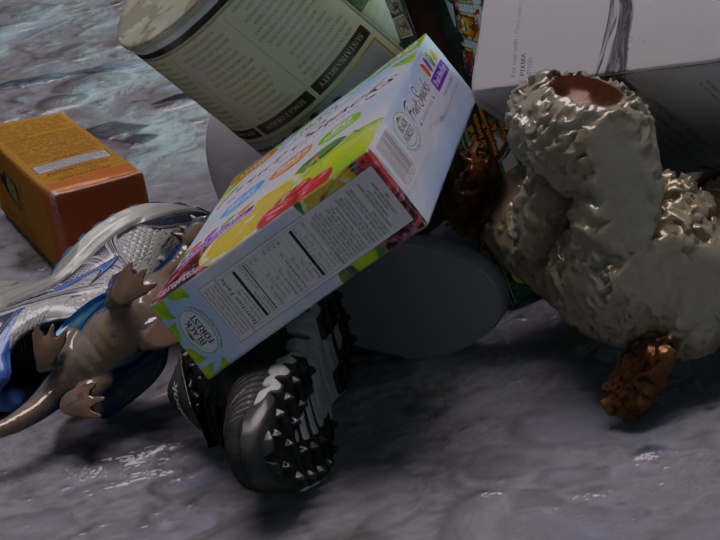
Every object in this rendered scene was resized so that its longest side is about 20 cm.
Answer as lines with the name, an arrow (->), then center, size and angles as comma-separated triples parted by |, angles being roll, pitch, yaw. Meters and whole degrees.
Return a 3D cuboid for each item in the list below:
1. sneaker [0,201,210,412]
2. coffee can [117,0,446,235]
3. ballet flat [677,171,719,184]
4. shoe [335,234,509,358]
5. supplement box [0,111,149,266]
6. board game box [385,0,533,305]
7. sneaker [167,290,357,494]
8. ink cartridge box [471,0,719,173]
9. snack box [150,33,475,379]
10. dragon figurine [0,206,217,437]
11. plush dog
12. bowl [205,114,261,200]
sneaker -> -0.148, 0.029, 1.387 | 0.200, 0.077, 0.085 | -30, 36, -26
coffee can -> -0.020, -0.128, 1.405 | 0.146, 0.200, 0.147 | -40, 26, 25
ballet flat -> 0.217, -0.087, 1.378 | 0.069, 0.063, 0.200 | 30, 79, 36
shoe -> 0.000, 0.000, 1.369 | 0.199, 0.072, 0.091 | -4, 23, 26
supplement box -> -0.198, -0.053, 1.624 | 0.069, 0.067, 0.200 | -17, 21, -19
board game box -> 0.089, -0.092, 1.365 | 0.105, 0.201, 0.023 | -31, 22, -25
sneaker -> -0.058, 0.068, 1.232 | 0.090, 0.067, 0.200 | -13, 18, 11
ink cartridge box -> 0.179, -0.113, 1.268 | 0.199, 0.083, 0.146 | -3, -19, 34
snack box -> -0.020, -0.037, 1.240 | 0.142, 0.053, 0.200 | -34, 12, 21
dragon figurine -> -0.137, 0.042, 1.303 | 0.200, 0.059, 0.099 | -41, -3, 0
plush dog -> 0.134, -0.015, 1.259 | 0.199, 0.161, 0.172 | 14, 6, -20
bowl -> -0.003, -0.130, 1.626 | 0.200, 0.075, 0.199 | -31, 5, -43
